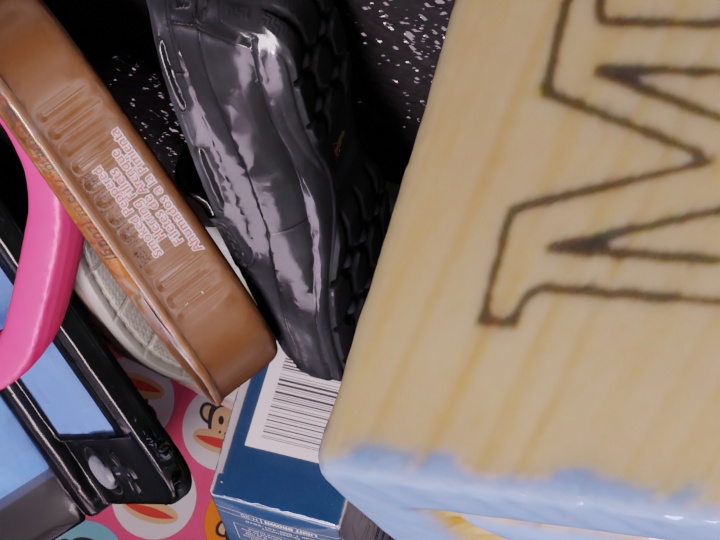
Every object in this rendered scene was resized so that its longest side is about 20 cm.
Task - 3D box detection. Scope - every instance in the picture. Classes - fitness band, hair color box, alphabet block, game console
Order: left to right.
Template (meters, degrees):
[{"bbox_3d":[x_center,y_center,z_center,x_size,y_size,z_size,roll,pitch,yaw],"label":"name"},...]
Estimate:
[{"bbox_3d":[-0.186,-0.030,1.271,0.143,0.037,0.200,28,134,11],"label":"fitness band"},{"bbox_3d":[-0.197,0.053,1.372,0.200,0.116,0.176,56,159,-10],"label":"game console"},{"bbox_3d":[-0.016,0.090,1.327,0.060,0.100,0.200,14,160,10],"label":"hair color box"},{"bbox_3d":[0.129,0.021,1.014,0.196,0.201,0.195,6,159,29],"label":"alphabet block"}]

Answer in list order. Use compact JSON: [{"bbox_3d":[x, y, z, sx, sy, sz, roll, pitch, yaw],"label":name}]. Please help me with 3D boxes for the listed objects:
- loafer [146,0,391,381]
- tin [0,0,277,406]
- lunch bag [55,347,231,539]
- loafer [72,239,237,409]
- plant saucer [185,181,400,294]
[{"bbox_3d":[-0.034,-0.038,1.137,0.070,0.068,0.201,9,138,22],"label":"loafer"},{"bbox_3d":[-0.099,-0.036,1.155,0.200,0.042,0.112,56,177,-20],"label":"tin"},{"bbox_3d":[-0.125,0.104,1.491,0.199,0.177,0.082,18,161,-3],"label":"lunch bag"},{"bbox_3d":[-0.093,0.020,1.390,0.063,0.072,0.200,1,155,38],"label":"loafer"},{"bbox_3d":[0.000,0.000,1.293,0.199,0.050,0.200,15,162,5],"label":"plant saucer"}]
